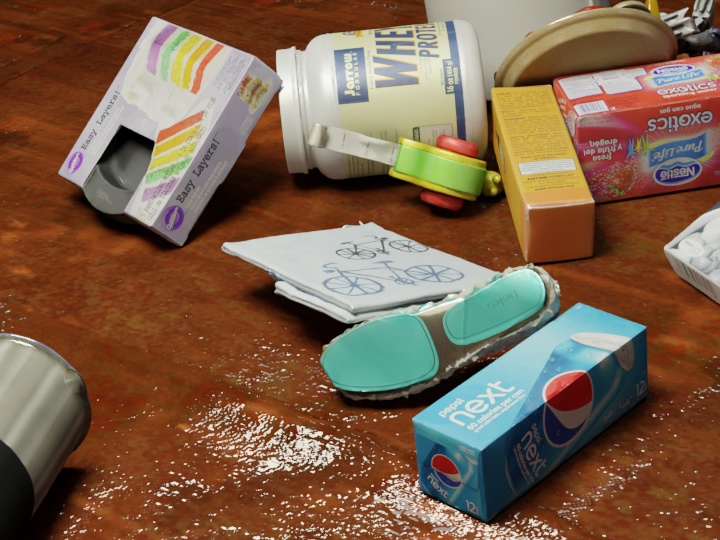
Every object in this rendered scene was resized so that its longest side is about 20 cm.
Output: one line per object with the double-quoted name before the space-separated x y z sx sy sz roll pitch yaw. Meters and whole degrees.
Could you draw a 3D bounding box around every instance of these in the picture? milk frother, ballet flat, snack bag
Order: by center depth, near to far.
"milk frother" -0.311 0.106 1.163 0.179 0.202 0.189 -3 28 13
"ballet flat" 0.069 0.057 1.313 0.198 0.072 0.072 -20 26 12
"snack bag" 0.000 0.000 1.438 0.187 0.022 0.199 -9 22 -39

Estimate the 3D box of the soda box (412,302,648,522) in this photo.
"soda box" 0.129 0.100 1.227 0.068 0.065 0.199 20 38 39

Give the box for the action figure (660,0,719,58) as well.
"action figure" 0.331 -0.244 1.745 0.129 0.070 0.199 -4 -6 45

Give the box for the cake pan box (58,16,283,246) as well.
"cake pan box" -0.191 -0.136 1.633 0.184 0.052 0.201 28 86 47

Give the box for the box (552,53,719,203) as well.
"box" 0.291 -0.138 1.596 0.198 0.096 0.100 -9 29 -4

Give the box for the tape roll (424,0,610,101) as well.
"tape roll" 0.171 -0.283 1.814 0.201 0.140 0.203 -11 21 4

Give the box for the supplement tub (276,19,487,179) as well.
"supplement tub" 0.021 -0.167 1.653 0.198 0.146 0.145 -6 28 0

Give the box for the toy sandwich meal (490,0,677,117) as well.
"toy sandwich meal" 0.217 -0.209 1.653 0.203 0.206 0.071 -9 60 -4

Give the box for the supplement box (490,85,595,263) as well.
"supplement box" 0.165 -0.093 1.540 0.068 0.067 0.201 -7 39 -4

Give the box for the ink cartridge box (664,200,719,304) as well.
"ink cartridge box" 0.380 -0.031 1.358 0.200 0.044 0.198 -39 34 -6

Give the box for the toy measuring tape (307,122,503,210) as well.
"toy measuring tape" 0.051 -0.101 1.562 0.198 0.074 0.074 14 21 -23
